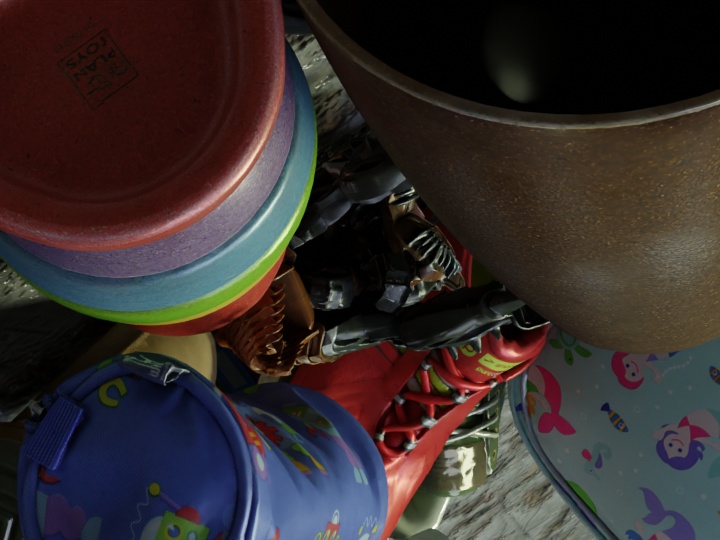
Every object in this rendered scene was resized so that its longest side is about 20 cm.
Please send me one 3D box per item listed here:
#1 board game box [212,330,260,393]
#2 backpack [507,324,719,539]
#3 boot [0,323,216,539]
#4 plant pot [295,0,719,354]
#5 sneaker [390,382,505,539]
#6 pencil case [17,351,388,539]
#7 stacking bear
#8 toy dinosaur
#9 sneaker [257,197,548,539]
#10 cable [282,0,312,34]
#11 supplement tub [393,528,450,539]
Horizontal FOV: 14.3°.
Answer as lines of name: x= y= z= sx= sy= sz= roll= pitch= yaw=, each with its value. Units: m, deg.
board game box: x=-0.084 y=0.082 z=1.212 sx=0.200 sy=0.034 sz=0.135 roll=-28 pitch=160 yaw=-27
backpack: x=0.152 y=0.044 z=1.148 sx=0.150 sy=0.178 sz=0.200 roll=-33 pitch=168 yaw=-42
boot: x=-0.118 y=0.108 z=1.023 sx=0.175 sy=0.066 sz=0.200 roll=-59 pitch=177 yaw=14
plant pot: x=0.079 y=-0.065 z=0.867 sx=0.187 sy=0.187 sz=0.200 roll=-34 pitch=149 yaw=-11
sneaker: x=0.042 y=0.052 z=1.240 sx=0.067 sy=0.090 sz=0.200 roll=1 pitch=155 yaw=-17
pencil case: x=-0.050 y=0.070 z=0.925 sx=0.078 sy=0.087 sz=0.200 roll=-52 pitch=167 yaw=4
stacking bear: x=-0.066 y=-0.035 z=0.869 sx=0.121 sy=0.114 sz=0.200 roll=-36 pitch=166 yaw=-5
toy dinosaur: x=0.000 y=0.000 z=1.014 sx=0.135 sy=0.200 sz=0.102 roll=-18 pitch=124 yaw=20
sneaker: x=0.025 y=0.031 z=1.097 sx=0.077 sy=0.085 sz=0.200 roll=34 pitch=79 yaw=-32
cable: x=0.021 y=-0.102 z=1.000 sx=0.200 sy=0.050 sz=0.097 roll=-2 pitch=159 yaw=-41
supplement tub: x=-0.033 y=0.208 z=1.244 sx=0.200 sy=0.145 sz=0.145 roll=-23 pitch=159 yaw=-13
